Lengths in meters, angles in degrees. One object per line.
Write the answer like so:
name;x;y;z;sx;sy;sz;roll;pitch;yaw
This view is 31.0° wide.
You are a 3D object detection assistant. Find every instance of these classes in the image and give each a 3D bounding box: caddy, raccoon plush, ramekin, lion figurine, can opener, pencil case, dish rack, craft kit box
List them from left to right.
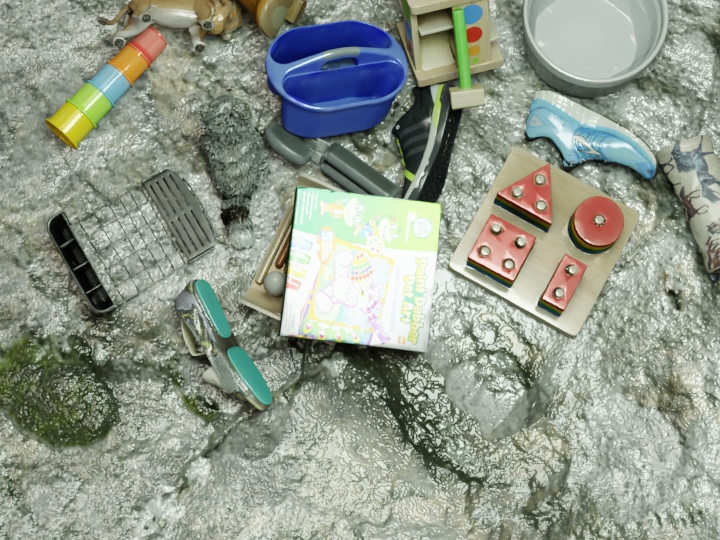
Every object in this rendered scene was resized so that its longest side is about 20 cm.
dish rack;-0.304;-0.047;1.766;0.199;0.055;0.154;-31;80;-7
lion figurine;-0.260;-0.354;1.796;0.199;0.073;0.123;9;36;-13
raccoon plush;-0.161;-0.143;1.746;0.096;0.134;0.201;-19;78;-6
can opener;-0.041;-0.142;1.788;0.199;0.053;0.067;33;60;5
caddy;-0.035;-0.266;1.765;0.199;0.105;0.142;-13;63;-20
craft kit box;0.000;0.000;1.711;0.196;0.049;0.201;6;85;-8
ramekin;0.320;-0.337;1.810;0.199;0.105;0.201;0;78;0
pencil case;0.472;-0.091;1.765;0.077;0.089;0.201;-23;76;8

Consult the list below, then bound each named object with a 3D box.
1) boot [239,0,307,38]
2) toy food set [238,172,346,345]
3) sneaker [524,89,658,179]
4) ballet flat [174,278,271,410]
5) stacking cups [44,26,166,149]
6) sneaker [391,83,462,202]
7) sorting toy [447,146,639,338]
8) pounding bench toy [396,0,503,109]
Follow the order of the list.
boot;-0.160;-0.384;1.781;0.144;0.201;0.071;29;107;3
toy food set;-0.059;-0.016;1.756;0.143;0.060;0.201;24;79;5
sneaker;0.317;-0.172;1.800;0.199;0.078;0.090;28;97;9
ballet flat;-0.189;0.109;1.732;0.072;0.072;0.201;-29;79;-7
stacking cups;-0.352;-0.262;1.811;0.060;0.061;0.200;37;79;8
sneaker;0.080;-0.171;1.801;0.082;0.072;0.201;12;74;24
sorting toy;0.252;-0.046;1.760;0.199;0.070;0.199;29;78;6
pounding bench toy;0.125;-0.334;1.745;0.124;0.156;0.201;-14;51;-3
